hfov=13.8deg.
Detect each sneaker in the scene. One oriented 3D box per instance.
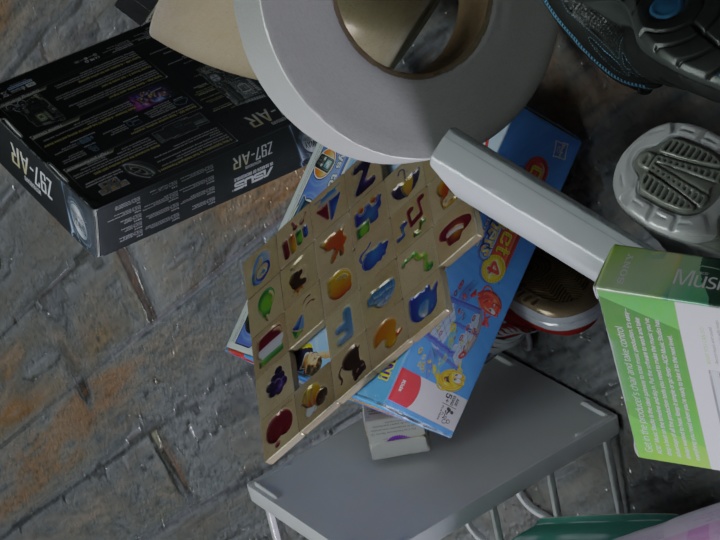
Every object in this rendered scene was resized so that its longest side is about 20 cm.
[{"bbox_3d":[0.095,0.028,1.872,0.200,0.071,0.113,37,139,56],"label":"sneaker"},{"bbox_3d":[0.169,-0.132,1.622,0.200,0.073,0.082,41,162,49],"label":"sneaker"},{"bbox_3d":[0.233,-0.007,1.607,0.200,0.078,0.099,35,172,29],"label":"sneaker"}]

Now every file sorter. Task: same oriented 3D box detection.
[{"bbox_3d":[0.057,0.164,1.919,0.139,0.200,0.125,29,140,50],"label":"file sorter"}]

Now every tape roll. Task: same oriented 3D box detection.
[{"bbox_3d":[0.022,-0.162,1.701,0.037,0.202,0.203,-6,106,62],"label":"tape roll"}]

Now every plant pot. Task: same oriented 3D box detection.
[{"bbox_3d":[-0.017,-0.189,1.798,0.134,0.201,0.200,33,149,1],"label":"plant pot"}]

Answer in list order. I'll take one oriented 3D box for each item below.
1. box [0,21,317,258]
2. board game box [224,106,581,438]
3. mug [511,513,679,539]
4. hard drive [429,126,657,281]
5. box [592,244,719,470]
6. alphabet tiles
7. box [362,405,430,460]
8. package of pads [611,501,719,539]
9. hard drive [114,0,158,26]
[{"bbox_3d":[-0.140,-0.102,2.052,0.160,0.200,0.044,41,145,38],"label":"box"},{"bbox_3d":[0.023,-0.014,1.842,0.056,0.201,0.196,27,174,-33],"label":"board game box"},{"bbox_3d":[0.169,0.206,1.821,0.152,0.184,0.115,143,125,-78],"label":"mug"},{"bbox_3d":[0.135,-0.009,1.656,0.200,0.027,0.132,32,178,11],"label":"hard drive"},{"bbox_3d":[0.229,0.056,1.546,0.199,0.036,0.145,8,142,22],"label":"box"},{"bbox_3d":[0.000,0.000,1.806,0.200,0.008,0.168,-41,38,30],"label":"alphabet tiles"},{"bbox_3d":[0.019,0.034,1.934,0.039,0.041,0.200,77,-174,-45],"label":"box"},{"bbox_3d":[0.202,0.195,1.687,0.076,0.199,0.121,-42,-69,-79],"label":"package of pads"},{"bbox_3d":[-0.087,-0.249,1.901,0.038,0.140,0.200,39,151,-3],"label":"hard drive"}]
